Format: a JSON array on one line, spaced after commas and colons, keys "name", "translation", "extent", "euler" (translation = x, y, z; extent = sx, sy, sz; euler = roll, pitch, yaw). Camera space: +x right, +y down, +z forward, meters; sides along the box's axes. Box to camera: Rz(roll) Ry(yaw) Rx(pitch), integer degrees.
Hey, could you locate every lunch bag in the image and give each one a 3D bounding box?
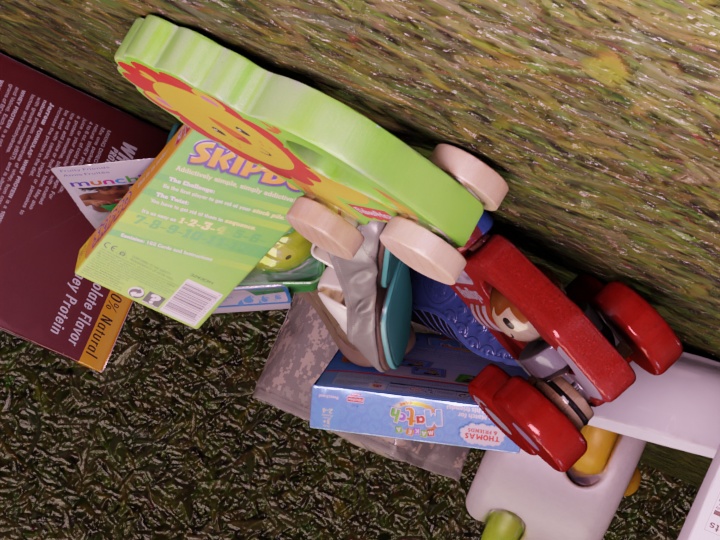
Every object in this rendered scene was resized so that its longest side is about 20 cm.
[{"name": "lunch bag", "translation": [0.015, 0.063, 1.850], "extent": [0.199, 0.165, 0.117], "euler": [20, 177, 40]}]

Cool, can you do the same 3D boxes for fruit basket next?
[{"name": "fruit basket", "translation": [-0.096, -0.034, 1.512], "extent": [0.184, 0.094, 0.200], "euler": [-4, 166, 6]}]

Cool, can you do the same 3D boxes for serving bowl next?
[{"name": "serving bowl", "translation": [0.230, 0.095, 1.640], "extent": [0.199, 0.066, 0.200], "euler": [16, 175, 1]}]

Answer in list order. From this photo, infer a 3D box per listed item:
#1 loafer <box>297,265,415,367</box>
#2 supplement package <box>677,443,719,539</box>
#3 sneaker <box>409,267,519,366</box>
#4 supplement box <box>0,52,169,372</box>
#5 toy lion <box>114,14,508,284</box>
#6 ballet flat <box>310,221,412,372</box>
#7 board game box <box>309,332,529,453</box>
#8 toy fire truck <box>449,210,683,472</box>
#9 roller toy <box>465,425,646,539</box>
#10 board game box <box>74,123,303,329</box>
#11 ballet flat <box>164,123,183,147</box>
[{"name": "loafer", "translation": [-0.020, -0.011, 1.654], "extent": [0.200, 0.076, 0.068], "euler": [47, 150, 41]}, {"name": "supplement package", "translation": [0.273, 0.156, 1.338], "extent": [0.146, 0.201, 0.191], "euler": [23, 176, 9]}, {"name": "sneaker", "translation": [0.083, 0.022, 1.698], "extent": [0.199, 0.070, 0.078], "euler": [23, -172, 30]}, {"name": "supplement box", "translation": [-0.268, -0.051, 1.799], "extent": [0.199, 0.198, 0.133], "euler": [25, 176, -16]}, {"name": "toy lion", "translation": [-0.041, -0.076, 1.228], "extent": [0.191, 0.069, 0.200], "euler": [35, 171, -26]}, {"name": "ballet flat", "translation": [0.000, 0.000, 1.493], "extent": [0.063, 0.068, 0.200], "euler": [14, 151, 11]}, {"name": "board game box", "translation": [0.052, 0.084, 1.647], "extent": [0.150, 0.037, 0.200], "euler": [7, -167, 7]}, {"name": "toy fire truck", "translation": [0.102, 0.027, 1.423], "extent": [0.168, 0.112, 0.200], "euler": [46, 175, -7]}, {"name": "roller toy", "translation": [0.190, 0.163, 2.024], "extent": [0.139, 0.201, 0.183], "euler": [24, -149, 5]}, {"name": "board game box", "translation": [-0.094, -0.042, 1.425], "extent": [0.095, 0.030, 0.200], "euler": [26, 135, -22]}, {"name": "ballet flat", "translation": [-0.113, -0.066, 1.668], "extent": [0.068, 0.068, 0.200], "euler": [17, 176, -2]}]
